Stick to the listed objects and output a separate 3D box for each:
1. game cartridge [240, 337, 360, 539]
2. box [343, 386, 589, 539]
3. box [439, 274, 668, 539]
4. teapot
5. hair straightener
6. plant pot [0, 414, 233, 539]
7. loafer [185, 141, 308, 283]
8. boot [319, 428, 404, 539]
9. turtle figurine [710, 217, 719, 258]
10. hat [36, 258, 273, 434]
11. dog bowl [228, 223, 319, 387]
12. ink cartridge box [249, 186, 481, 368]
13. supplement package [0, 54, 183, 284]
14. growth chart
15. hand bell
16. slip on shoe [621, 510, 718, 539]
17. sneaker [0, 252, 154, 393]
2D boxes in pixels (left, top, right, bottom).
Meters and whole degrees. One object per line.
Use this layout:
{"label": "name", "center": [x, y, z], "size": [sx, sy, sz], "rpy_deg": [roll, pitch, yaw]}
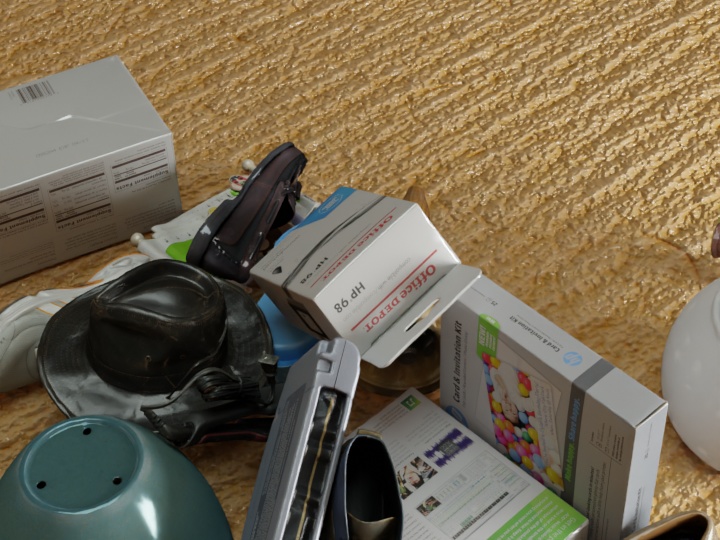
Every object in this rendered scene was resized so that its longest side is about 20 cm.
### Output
{"label": "game cartridge", "center": [-0.051, 0.159, 1.041], "size": [0.040, 0.133, 0.203], "rpy_deg": [20, 70, -14]}
{"label": "box", "center": [0.059, 0.190, 1.102], "size": [0.144, 0.037, 0.199], "rpy_deg": [-33, 49, -28]}
{"label": "box", "center": [0.143, 0.111, 1.092], "size": [0.041, 0.157, 0.199], "rpy_deg": [-30, 49, -28]}
{"label": "teapot", "center": [0.338, 0.068, 1.126], "size": [0.199, 0.147, 0.197], "rpy_deg": [34, 58, 28]}
{"label": "hair straightener", "center": [-0.095, 0.097, 1.109], "size": [0.041, 0.078, 0.199], "rpy_deg": [24, 12, 38]}
{"label": "plant pot", "center": [-0.197, 0.187, 1.046], "size": [0.197, 0.136, 0.202], "rpy_deg": [-2, 42, 2]}
{"label": "loafer", "center": [-0.092, -0.050, 1.316], "size": [0.063, 0.072, 0.200], "rpy_deg": [32, 40, 5]}
{"label": "boot", "center": [-0.009, 0.211, 0.997], "size": [0.074, 0.097, 0.203], "rpy_deg": [4, 66, -5]}
{"label": "turtle figurine", "center": [0.402, -0.007, 1.239], "size": [0.160, 0.199, 0.065], "rpy_deg": [0, 70, 37]}
{"label": "hat", "center": [-0.170, 0.044, 1.159], "size": [0.197, 0.082, 0.202], "rpy_deg": [2, 47, -2]}
{"label": "dog bowl", "center": [-0.048, 0.033, 1.268], "size": [0.110, 0.050, 0.201], "rpy_deg": [17, 46, 21]}
{"label": "ink cartridge box", "center": [0.000, 0.000, 1.128], "size": [0.116, 0.067, 0.200], "rpy_deg": [-43, 21, -12]}
{"label": "supplement package", "center": [-0.298, -0.102, 1.385], "size": [0.198, 0.112, 0.156], "rpy_deg": [-20, 45, -19]}
{"label": "growth chart", "center": [-0.121, -0.038, 1.360], "size": [0.144, 0.018, 0.199], "rpy_deg": [27, 42, 27]}
{"label": "hand bell", "center": [0.039, 0.000, 1.238], "size": [0.102, 0.105, 0.202], "rpy_deg": [2, 48, 6]}
{"label": "slip on shoe", "center": [0.180, 0.237, 1.023], "size": [0.198, 0.061, 0.076], "rpy_deg": [-19, 45, -17]}
{"label": "sneaker", "center": [-0.242, 0.059, 1.237], "size": [0.199, 0.076, 0.092], "rpy_deg": [-31, 53, -25]}
